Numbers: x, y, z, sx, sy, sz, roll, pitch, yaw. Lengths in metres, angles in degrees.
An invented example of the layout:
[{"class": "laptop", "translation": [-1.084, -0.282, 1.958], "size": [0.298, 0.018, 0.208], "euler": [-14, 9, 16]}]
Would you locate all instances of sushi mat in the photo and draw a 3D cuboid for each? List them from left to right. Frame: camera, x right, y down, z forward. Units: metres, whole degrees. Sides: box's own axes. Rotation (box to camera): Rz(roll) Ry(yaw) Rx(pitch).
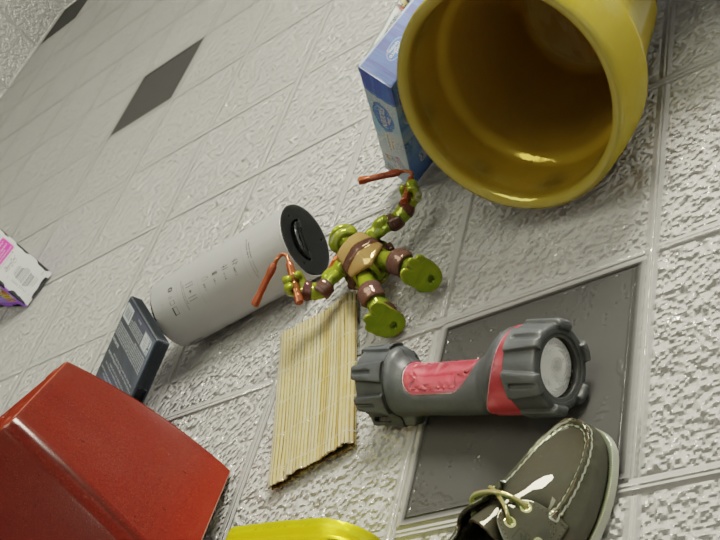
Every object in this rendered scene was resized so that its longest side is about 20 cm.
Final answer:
[{"class": "sushi mat", "translation": [-0.041, 0.102, 0.963], "size": [0.095, 0.012, 0.201], "euler": [-34, 31, 23]}]

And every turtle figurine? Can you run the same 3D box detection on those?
[{"class": "turtle figurine", "translation": [0.000, 0.000, 0.987], "size": [0.199, 0.065, 0.161], "euler": [-38, 35, -4]}]

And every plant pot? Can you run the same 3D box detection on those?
[{"class": "plant pot", "translation": [-0.253, 0.200, 0.889], "size": [0.199, 0.177, 0.200], "euler": [-39, 9, 13]}, {"class": "plant pot", "translation": [0.157, -0.187, 0.901], "size": [0.199, 0.202, 0.189], "euler": [-14, 26, 44]}]

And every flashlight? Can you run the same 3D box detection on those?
[{"class": "flashlight", "translation": [0.072, 0.074, 0.789], "size": [0.198, 0.068, 0.068], "euler": [-7, 47, 49]}]

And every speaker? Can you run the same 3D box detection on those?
[{"class": "speaker", "translation": [-0.129, 0.007, 1.134], "size": [0.198, 0.081, 0.082], "euler": [-28, 32, 30]}]

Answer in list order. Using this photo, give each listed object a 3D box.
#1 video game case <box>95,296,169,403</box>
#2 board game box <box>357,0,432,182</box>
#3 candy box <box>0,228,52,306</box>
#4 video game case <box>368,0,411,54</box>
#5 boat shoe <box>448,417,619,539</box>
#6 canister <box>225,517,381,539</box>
[{"class": "video game case", "translation": [-0.264, 0.141, 1.139], "size": [0.203, 0.019, 0.143], "euler": [-66, 27, 6]}, {"class": "board game box", "translation": [0.086, -0.206, 1.026], "size": [0.043, 0.199, 0.201], "euler": [34, 78, 18]}, {"class": "candy box", "translation": [-0.614, -0.031, 1.710], "size": [0.166, 0.200, 0.072], "euler": [-1, 50, 52]}, {"class": "video game case", "translation": [0.095, -0.265, 1.052], "size": [0.023, 0.199, 0.184], "euler": [35, 100, 19]}, {"class": "boat shoe", "translation": [0.086, 0.170, 0.650], "size": [0.203, 0.060, 0.072], "euler": [-54, 30, -14]}, {"class": "canister", "translation": [-0.060, 0.273, 0.690], "size": [0.147, 0.086, 0.202], "euler": [-18, 40, 42]}]
